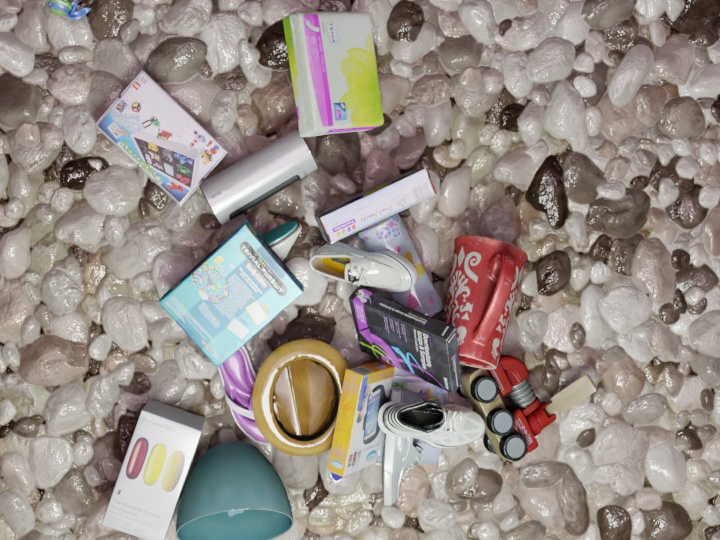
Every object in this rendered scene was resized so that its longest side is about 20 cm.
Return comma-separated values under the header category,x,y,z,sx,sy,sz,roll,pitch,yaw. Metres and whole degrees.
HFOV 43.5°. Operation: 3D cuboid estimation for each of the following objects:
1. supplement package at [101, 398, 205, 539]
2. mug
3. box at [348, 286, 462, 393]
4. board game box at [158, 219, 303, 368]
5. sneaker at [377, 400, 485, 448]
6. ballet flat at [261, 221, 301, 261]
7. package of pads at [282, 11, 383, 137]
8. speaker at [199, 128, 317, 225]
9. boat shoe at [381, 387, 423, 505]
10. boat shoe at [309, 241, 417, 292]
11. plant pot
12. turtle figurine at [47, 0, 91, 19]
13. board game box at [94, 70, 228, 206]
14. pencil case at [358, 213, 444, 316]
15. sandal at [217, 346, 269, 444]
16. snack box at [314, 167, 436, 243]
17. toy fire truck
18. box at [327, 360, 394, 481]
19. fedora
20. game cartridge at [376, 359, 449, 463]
category,x,y,z,sx,sy,sz,roll,pitch,yaw
supplement package,-0.351,0.340,1.547,0.112,0.110,0.204,19,91,-7
mug,0.198,0.052,1.535,0.131,0.178,0.204,11,79,18
box,0.076,0.118,1.522,0.197,0.145,0.036,21,53,29
board game box,-0.217,0.040,1.526,0.199,0.047,0.152,-40,103,7
sneaker,0.137,0.259,1.506,0.196,0.115,0.078,8,80,-20
ballet flat,-0.182,-0.016,1.575,0.197,0.069,0.070,-28,95,1
package of pads,-0.041,-0.336,1.536,0.152,0.068,0.205,-11,94,-34
speaker,-0.174,-0.163,1.553,0.198,0.081,0.082,-31,96,-4
boat shoe,0.076,0.310,1.574,0.070,0.070,0.206,6,90,-2
boat shoe,0.000,0.000,1.534,0.197,0.070,0.072,18,122,29
plant pot,-0.218,0.375,1.539,0.195,0.201,0.137,-6,59,-5
turtle figurine,-0.484,-0.530,1.457,0.199,0.142,0.198,31,66,-48
board game box,-0.341,-0.226,1.555,0.200,0.035,0.127,43,88,-6
pencil case,0.071,0.001,1.585,0.082,0.090,0.203,-30,97,-27
sandal,-0.201,0.219,1.585,0.081,0.050,0.205,-29,96,-3
snack box,0.022,-0.112,1.544,0.197,0.142,0.054,-25,96,-4
toy fire truck,0.299,0.220,1.610,0.198,0.128,0.179,-30,95,-15
box,0.000,0.264,1.554,0.041,0.118,0.205,13,99,29
fedora,-0.101,0.217,1.575,0.196,0.082,0.206,-1,95,-13
game cartridge,0.094,0.247,1.625,0.130,0.040,0.205,1,93,-10
